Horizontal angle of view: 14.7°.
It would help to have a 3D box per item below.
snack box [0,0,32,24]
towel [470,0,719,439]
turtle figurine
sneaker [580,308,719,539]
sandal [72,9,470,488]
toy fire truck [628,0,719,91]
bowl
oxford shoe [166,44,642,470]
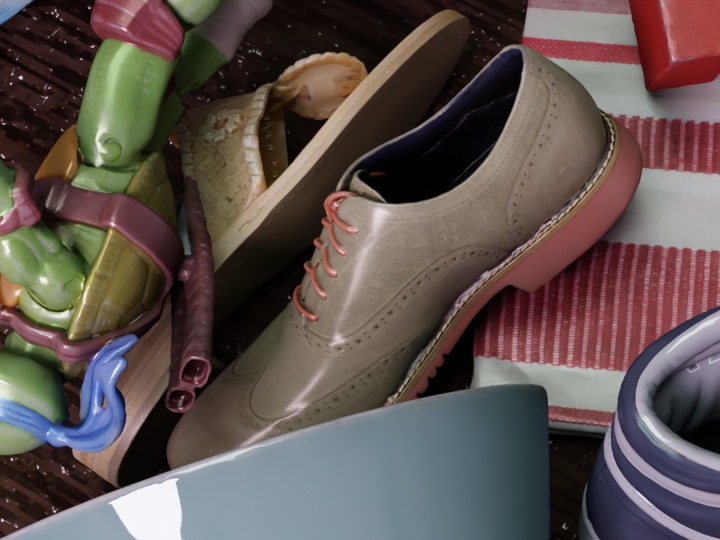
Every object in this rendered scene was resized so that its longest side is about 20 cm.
[{"bbox_3d":[-0.103,-0.196,1.074,0.200,0.037,0.116,-39,105,-9],"label":"snack box"},{"bbox_3d":[0.121,-0.029,0.991,0.144,0.023,0.200,5,65,11],"label":"towel"},{"bbox_3d":[-0.121,-0.048,0.928,0.200,0.144,0.194,17,69,39],"label":"turtle figurine"},{"bbox_3d":[0.171,0.059,0.865,0.200,0.109,0.070,-1,55,1],"label":"sneaker"},{"bbox_3d":[-0.050,-0.027,0.989,0.070,0.078,0.212,34,78,14],"label":"sandal"},{"bbox_3d":[0.056,-0.161,0.982,0.141,0.049,0.200,-6,82,-5],"label":"toy fire truck"},{"bbox_3d":[-0.021,0.116,0.861,0.201,0.201,0.105,-19,79,1],"label":"bowl"},{"bbox_3d":[0.000,0.000,0.950,0.200,0.075,0.070,-44,38,2],"label":"oxford shoe"}]
